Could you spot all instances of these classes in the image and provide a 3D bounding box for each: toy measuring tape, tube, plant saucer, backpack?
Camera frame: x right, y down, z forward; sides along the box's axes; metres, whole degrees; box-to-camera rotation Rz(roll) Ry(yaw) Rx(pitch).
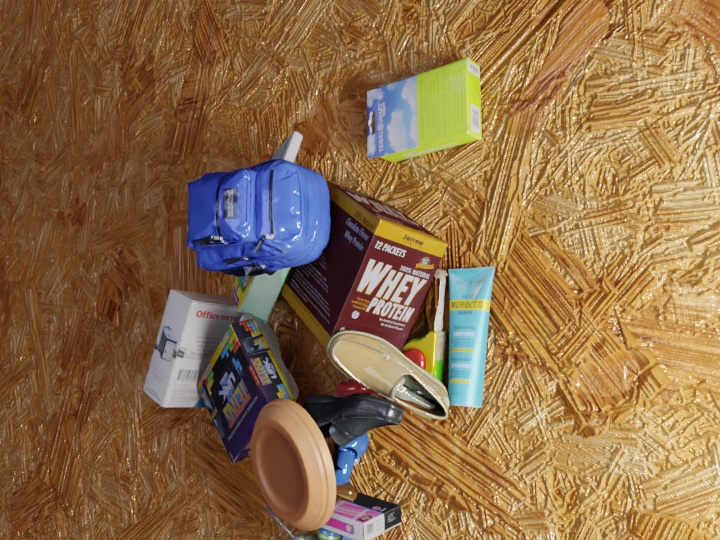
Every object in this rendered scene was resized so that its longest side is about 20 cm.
[{"bbox_3d":[0.094,0.100,1.144,0.072,0.073,0.206,2,88,40],"label":"toy measuring tape"},{"bbox_3d":[0.159,0.097,1.111,0.076,0.050,0.206,-2,78,29],"label":"tube"},{"bbox_3d":[-0.111,0.299,1.149,0.198,0.037,0.206,17,112,46],"label":"plant saucer"},{"bbox_3d":[-0.150,-0.076,1.121,0.195,0.167,0.167,-5,85,25],"label":"backpack"}]

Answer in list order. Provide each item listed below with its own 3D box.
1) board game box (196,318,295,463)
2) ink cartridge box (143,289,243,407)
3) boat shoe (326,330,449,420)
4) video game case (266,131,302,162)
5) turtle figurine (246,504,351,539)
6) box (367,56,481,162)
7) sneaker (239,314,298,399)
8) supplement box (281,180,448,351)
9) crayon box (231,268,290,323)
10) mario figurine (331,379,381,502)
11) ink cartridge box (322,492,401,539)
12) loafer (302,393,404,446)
[{"bbox_3d":[-0.206,0.212,1.320,0.167,0.056,0.201,59,137,25],"label":"board game box"},{"bbox_3d":[-0.309,0.150,1.431,0.085,0.145,0.205,20,96,41],"label":"ink cartridge box"},{"bbox_3d":[0.043,0.149,1.058,0.073,0.196,0.076,-62,11,11],"label":"boat shoe"},{"bbox_3d":[-0.179,-0.130,1.356,0.181,0.023,0.204,-34,34,50],"label":"video game case"},{"bbox_3d":[-0.110,0.493,1.216,0.144,0.195,0.200,-162,78,-70],"label":"turtle figurine"},{"bbox_3d":[0.099,-0.250,1.207,0.197,0.047,0.126,-8,78,40],"label":"box"},{"bbox_3d":[-0.185,0.173,1.375,0.081,0.075,0.203,-47,55,36],"label":"sneaker"},{"bbox_3d":[0.000,0.000,1.165,0.197,0.130,0.204,41,111,55],"label":"supplement box"},{"bbox_3d":[-0.160,-0.019,1.310,0.176,0.057,0.200,-65,16,3],"label":"crayon box"},{"bbox_3d":[0.006,0.259,1.183,0.122,0.105,0.205,1,69,43],"label":"mario figurine"},{"bbox_3d":[-0.039,0.378,1.200,0.197,0.094,0.038,1,94,40],"label":"ink cartridge box"},{"bbox_3d":[-0.015,0.221,1.100,0.198,0.067,0.072,-12,58,45],"label":"loafer"}]
